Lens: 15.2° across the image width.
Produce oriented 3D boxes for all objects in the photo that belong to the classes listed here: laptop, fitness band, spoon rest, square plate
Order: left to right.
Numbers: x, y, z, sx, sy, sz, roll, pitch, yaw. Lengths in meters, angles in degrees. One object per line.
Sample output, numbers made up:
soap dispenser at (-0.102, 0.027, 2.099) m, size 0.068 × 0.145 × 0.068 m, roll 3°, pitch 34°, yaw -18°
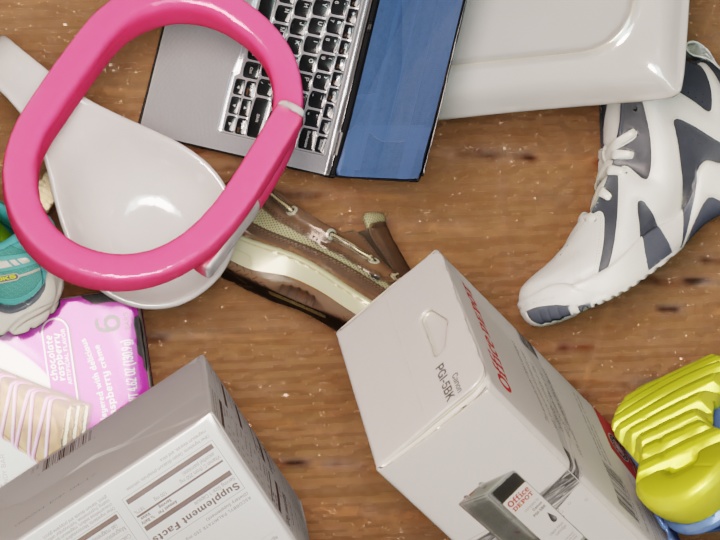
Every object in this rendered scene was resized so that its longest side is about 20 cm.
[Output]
spoon rest at (-0.158, -0.062, 1.589) m, size 0.200 × 0.061 × 0.099 m, roll 44°, pitch 77°, yaw 6°
fitness band at (-0.117, -0.076, 1.541) m, size 0.143 × 0.037 × 0.200 m, roll 30°, pitch 68°, yaw 8°
laptop at (-0.029, -0.157, 1.590) m, size 0.199 × 0.116 × 0.188 m, roll 13°, pitch 87°, yaw 10°
square plate at (0.102, -0.189, 1.587) m, size 0.197 × 0.028 × 0.201 m, roll -4°, pitch 70°, yaw 30°

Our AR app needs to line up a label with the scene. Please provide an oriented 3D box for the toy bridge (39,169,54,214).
toy bridge at (-0.253, -0.117, 1.640) m, size 0.200 × 0.027 × 0.067 m, roll 36°, pitch 84°, yaw -1°

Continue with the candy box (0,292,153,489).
candy box at (-0.221, 0.091, 1.617) m, size 0.199 × 0.061 × 0.137 m, roll -9°, pitch 89°, yaw -3°

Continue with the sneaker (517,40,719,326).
sneaker at (0.155, -0.063, 1.633) m, size 0.199 × 0.079 × 0.130 m, roll -34°, pitch 89°, yaw -4°

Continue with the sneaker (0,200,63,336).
sneaker at (-0.256, -0.038, 1.588) m, size 0.199 × 0.078 × 0.080 m, roll 24°, pitch 130°, yaw 18°

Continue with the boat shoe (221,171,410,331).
boat shoe at (0.000, -0.001, 1.627) m, size 0.202 × 0.075 × 0.075 m, roll 25°, pitch 81°, yaw -1°

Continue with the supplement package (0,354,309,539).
supplement package at (-0.139, 0.160, 1.516) m, size 0.200 × 0.156 × 0.111 m, roll -33°, pitch 101°, yaw 2°

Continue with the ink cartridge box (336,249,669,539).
ink cartridge box at (0.085, 0.106, 1.546) m, size 0.083 × 0.147 × 0.200 m, roll -38°, pitch 120°, yaw 13°

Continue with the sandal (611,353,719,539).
sandal at (0.198, 0.117, 1.578) m, size 0.079 × 0.200 × 0.087 m, roll -27°, pitch 108°, yaw 15°
